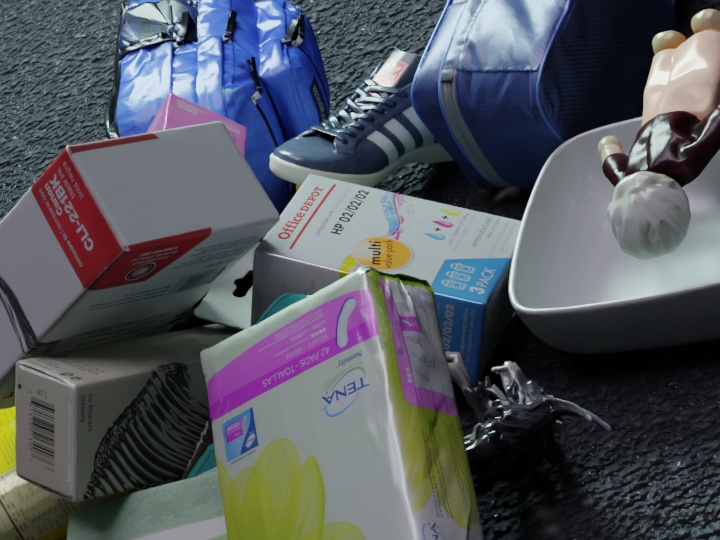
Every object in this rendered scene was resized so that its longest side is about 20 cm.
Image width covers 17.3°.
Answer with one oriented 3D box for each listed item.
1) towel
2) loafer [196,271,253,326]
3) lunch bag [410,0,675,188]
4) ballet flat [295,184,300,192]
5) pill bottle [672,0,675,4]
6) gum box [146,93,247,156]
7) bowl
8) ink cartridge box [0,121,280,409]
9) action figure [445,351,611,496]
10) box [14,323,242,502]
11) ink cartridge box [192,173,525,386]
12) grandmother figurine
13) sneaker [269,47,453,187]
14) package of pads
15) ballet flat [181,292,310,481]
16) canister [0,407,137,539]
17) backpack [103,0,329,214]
[{"bbox_3d":[-0.130,0.220,1.432,0.152,0.023,0.200,-19,52,30],"label":"towel"},{"bbox_3d":[-0.054,0.041,1.651,0.072,0.063,0.200,-41,35,-23],"label":"loafer"},{"bbox_3d":[0.129,-0.162,1.711,0.132,0.136,0.200,2,55,38],"label":"lunch bag"},{"bbox_3d":[-0.007,-0.027,1.715,0.063,0.069,0.200,-49,34,-5],"label":"ballet flat"},{"bbox_3d":[0.208,-0.276,1.854,0.114,0.114,0.200,-8,38,27],"label":"pill bottle"},{"bbox_3d":[-0.156,-0.012,1.708,0.200,0.066,0.114,-58,17,29],"label":"gum box"},{"bbox_3d":[0.206,-0.021,1.541,0.199,0.075,0.200,-10,38,25],"label":"bowl"},{"bbox_3d":[-0.172,-0.001,1.543,0.144,0.084,0.200,-14,-24,-49],"label":"ink cartridge box"},{"bbox_3d":[0.047,0.099,1.454,0.200,0.119,0.102,-24,76,17],"label":"action figure"},{"bbox_3d":[-0.125,0.088,1.539,0.200,0.082,0.068,-12,19,-41],"label":"box"},{"bbox_3d":[0.000,0.000,1.577,0.199,0.068,0.115,13,32,13],"label":"ink cartridge box"},{"bbox_3d":[0.203,-0.085,1.518,0.121,0.061,0.200,-36,22,44],"label":"grandmother figurine"},{"bbox_3d":[0.012,-0.116,1.730,0.075,0.085,0.200,25,30,35],"label":"sneaker"},{"bbox_3d":[-0.010,0.112,1.375,0.154,0.068,0.200,-28,62,36],"label":"package of pads"},{"bbox_3d":[-0.066,0.108,1.510,0.072,0.072,0.200,27,88,52],"label":"ballet flat"},{"bbox_3d":[-0.264,0.160,1.621,0.200,0.087,0.149,-31,32,-7],"label":"canister"},{"bbox_3d":[-0.111,-0.119,1.825,0.167,0.163,0.200,-14,34,14],"label":"backpack"}]
